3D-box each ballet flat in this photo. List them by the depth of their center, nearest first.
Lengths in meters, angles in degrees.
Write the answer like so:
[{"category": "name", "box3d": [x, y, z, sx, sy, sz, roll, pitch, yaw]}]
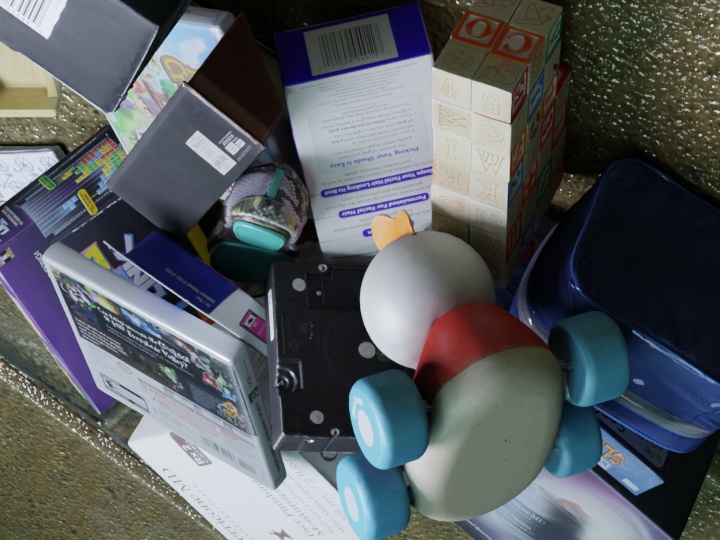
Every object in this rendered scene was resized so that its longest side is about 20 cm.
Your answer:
[{"category": "ballet flat", "box3d": [-0.072, -0.040, 1.533, 0.072, 0.072, 0.200, 32, 165, -2]}]

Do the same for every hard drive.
[{"category": "hard drive", "box3d": [0.029, 0.067, 1.524, 0.198, 0.141, 0.038, 2, 155, -16]}]

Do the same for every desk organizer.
[{"category": "desk organizer", "box3d": [-0.110, -0.100, 1.475, 0.072, 0.077, 0.200, 38, 152, -7]}]

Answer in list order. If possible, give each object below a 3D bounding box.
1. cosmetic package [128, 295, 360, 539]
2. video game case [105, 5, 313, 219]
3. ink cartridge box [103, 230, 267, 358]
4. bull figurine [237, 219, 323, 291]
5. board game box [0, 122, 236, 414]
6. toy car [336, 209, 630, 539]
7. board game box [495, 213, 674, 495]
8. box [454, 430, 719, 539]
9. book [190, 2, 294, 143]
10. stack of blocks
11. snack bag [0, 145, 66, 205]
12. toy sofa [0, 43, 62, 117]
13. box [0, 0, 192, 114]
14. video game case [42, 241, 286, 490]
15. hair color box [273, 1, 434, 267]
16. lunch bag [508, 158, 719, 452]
[{"category": "cosmetic package", "box3d": [-0.060, 0.129, 1.794, 0.165, 0.166, 0.199, 46, 144, -21]}, {"category": "video game case", "box3d": [-0.135, -0.128, 1.567, 0.181, 0.022, 0.201, 13, 145, 35]}, {"category": "ink cartridge box", "box3d": [-0.109, 0.022, 1.563, 0.094, 0.037, 0.200, 33, 178, 31]}, {"category": "bull figurine", "box3d": [0.000, 0.000, 1.633, 0.199, 0.121, 0.066, 12, 106, 37]}, {"category": "board game box", "box3d": [-0.212, -0.003, 1.738, 0.057, 0.165, 0.201, 36, 161, 49]}, {"category": "toy car", "box3d": [0.054, 0.052, 1.417, 0.178, 0.183, 0.201, 100, 149, -52]}, {"category": "board game box", "box3d": [0.165, 0.055, 1.544, 0.200, 0.136, 0.034, 40, 139, -14]}, {"category": "box", "box3d": [0.150, 0.142, 1.687, 0.200, 0.124, 0.198, 40, 145, -14]}, {"category": "book", "box3d": [-0.135, -0.148, 1.598, 0.199, 0.048, 0.134, 33, 150, -1]}, {"category": "stack of blocks", "box3d": [0.098, -0.099, 1.412, 0.058, 0.116, 0.201, 19, 145, 17]}, {"category": "snack bag", "box3d": [-0.309, -0.048, 1.891, 0.199, 0.021, 0.189, 5, 140, 34]}, {"category": "toy sofa", "box3d": [-0.284, -0.219, 1.603, 0.082, 0.098, 0.201, 0, 141, 3]}, {"category": "box", "box3d": [-0.183, -0.251, 1.357, 0.199, 0.197, 0.124, 34, 146, -6]}, {"category": "video game case", "box3d": [-0.154, 0.077, 1.632, 0.199, 0.023, 0.183, 27, 152, 28]}, {"category": "hair color box", "box3d": [0.008, -0.092, 1.496, 0.108, 0.065, 0.201, -12, 136, 0]}, {"category": "lunch bag", "box3d": [0.214, 0.034, 1.477, 0.199, 0.136, 0.132, 33, 148, -6]}]
